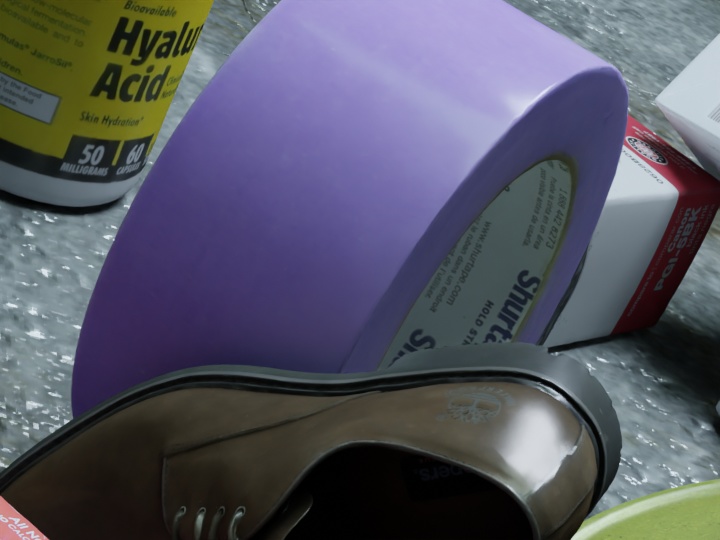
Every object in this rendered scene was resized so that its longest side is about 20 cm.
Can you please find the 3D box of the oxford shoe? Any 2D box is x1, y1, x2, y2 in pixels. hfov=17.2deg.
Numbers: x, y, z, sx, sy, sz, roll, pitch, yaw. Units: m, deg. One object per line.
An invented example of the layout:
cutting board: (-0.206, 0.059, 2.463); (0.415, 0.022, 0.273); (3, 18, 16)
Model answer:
oxford shoe: (-0.033, 0.069, 0.652); (0.073, 0.199, 0.084); (69, 23, -14)

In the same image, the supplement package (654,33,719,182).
supplement package: (0.249, -0.034, 1.103); (0.200, 0.110, 0.114); (48, -4, -33)

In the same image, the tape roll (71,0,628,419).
tape roll: (0.000, 0.000, 0.781); (0.085, 0.201, 0.200); (33, 24, 17)

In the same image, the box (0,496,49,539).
box: (-0.125, 0.105, 0.559); (0.200, 0.096, 0.099); (37, 26, 25)

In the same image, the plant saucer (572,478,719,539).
plant saucer: (0.128, 0.110, 0.763); (0.198, 0.031, 0.200); (-8, 17, 3)

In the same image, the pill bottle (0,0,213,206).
pill bottle: (-0.107, -0.137, 0.962); (0.111, 0.201, 0.111); (21, 23, -9)

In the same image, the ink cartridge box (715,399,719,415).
ink cartridge box: (0.253, 0.095, 0.987); (0.145, 0.085, 0.200); (17, 25, -21)

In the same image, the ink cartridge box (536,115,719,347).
ink cartridge box: (0.048, -0.038, 1.063); (0.147, 0.083, 0.199); (39, 26, 27)
